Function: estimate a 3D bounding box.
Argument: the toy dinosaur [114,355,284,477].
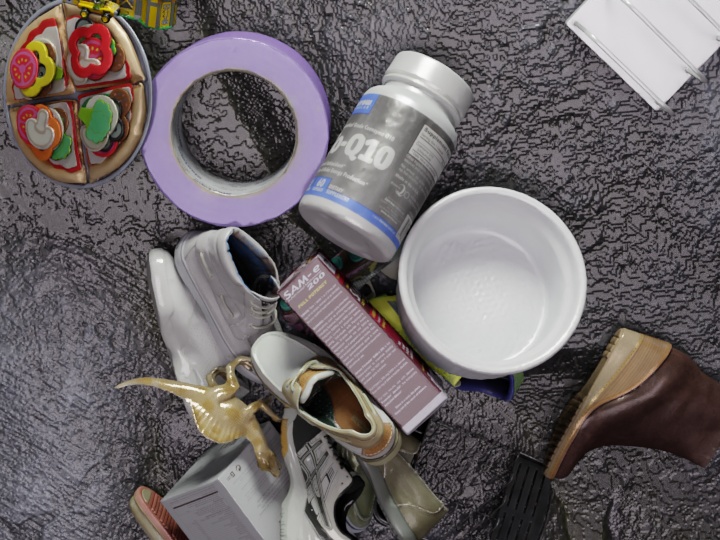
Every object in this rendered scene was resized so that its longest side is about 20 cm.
[{"bbox_3d":[-0.153,0.138,1.642,0.200,0.101,0.058,32,137,0],"label":"toy dinosaur"}]

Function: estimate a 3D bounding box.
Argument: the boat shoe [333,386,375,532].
[{"bbox_3d":[-0.006,0.191,1.700,0.062,0.072,0.201,-5,90,41],"label":"boat shoe"}]

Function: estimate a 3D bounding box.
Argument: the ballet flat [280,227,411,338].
[{"bbox_3d":[0.000,0.000,1.687,0.200,0.069,0.071,-42,117,14],"label":"ballet flat"}]

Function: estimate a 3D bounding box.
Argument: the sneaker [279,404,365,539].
[{"bbox_3d":[-0.036,0.214,1.647,0.087,0.076,0.201,-6,74,16],"label":"sneaker"}]

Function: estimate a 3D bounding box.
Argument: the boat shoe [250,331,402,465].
[{"bbox_3d":[-0.041,0.121,1.587,0.200,0.068,0.075,34,80,27],"label":"boat shoe"}]

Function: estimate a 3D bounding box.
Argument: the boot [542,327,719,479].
[{"bbox_3d":[0.315,0.180,1.712,0.166,0.072,0.200,31,97,-3],"label":"boot"}]

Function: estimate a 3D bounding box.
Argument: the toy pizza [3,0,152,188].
[{"bbox_3d":[-0.305,-0.186,1.615,0.199,0.032,0.201,3,97,28],"label":"toy pizza"}]

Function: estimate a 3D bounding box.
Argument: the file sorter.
[{"bbox_3d":[0.336,-0.277,1.579,0.139,0.125,0.200,42,100,-9],"label":"file sorter"}]

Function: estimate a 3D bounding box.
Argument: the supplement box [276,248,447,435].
[{"bbox_3d":[0.002,0.072,1.605,0.061,0.109,0.200,-43,94,4],"label":"supplement box"}]

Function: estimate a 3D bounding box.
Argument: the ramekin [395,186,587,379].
[{"bbox_3d":[0.131,0.021,1.632,0.200,0.098,0.201,2,75,-8],"label":"ramekin"}]

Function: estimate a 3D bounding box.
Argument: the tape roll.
[{"bbox_3d":[-0.131,-0.152,1.637,0.199,0.085,0.201,0,104,0],"label":"tape roll"}]

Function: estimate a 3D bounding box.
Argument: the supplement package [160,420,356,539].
[{"bbox_3d":[-0.104,0.289,1.709,0.114,0.110,0.200,-25,105,42],"label":"supplement package"}]

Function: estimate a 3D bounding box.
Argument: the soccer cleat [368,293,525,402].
[{"bbox_3d":[0.089,0.085,1.681,0.199,0.084,0.065,21,133,-7],"label":"soccer cleat"}]

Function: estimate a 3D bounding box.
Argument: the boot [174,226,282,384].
[{"bbox_3d":[-0.118,0.041,1.657,0.074,0.095,0.200,-49,116,-33],"label":"boot"}]

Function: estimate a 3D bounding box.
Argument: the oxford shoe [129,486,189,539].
[{"bbox_3d":[-0.218,0.341,1.764,0.074,0.071,0.200,-29,101,10],"label":"oxford shoe"}]

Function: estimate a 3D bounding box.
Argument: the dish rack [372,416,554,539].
[{"bbox_3d":[0.120,0.244,1.708,0.199,0.055,0.154,23,68,-5],"label":"dish rack"}]

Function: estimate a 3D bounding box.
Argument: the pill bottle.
[{"bbox_3d":[0.030,-0.120,1.599,0.114,0.114,0.200,31,77,-6],"label":"pill bottle"}]

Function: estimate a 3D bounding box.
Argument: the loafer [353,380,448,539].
[{"bbox_3d":[0.030,0.193,1.632,0.069,0.075,0.201,-26,78,-4],"label":"loafer"}]

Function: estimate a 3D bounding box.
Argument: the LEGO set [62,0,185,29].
[{"bbox_3d":[-0.222,-0.335,1.543,0.153,0.200,0.116,18,121,11],"label":"LEGO set"}]

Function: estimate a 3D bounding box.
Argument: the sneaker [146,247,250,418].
[{"bbox_3d":[-0.178,0.060,1.704,0.088,0.075,0.201,-18,110,-7],"label":"sneaker"}]
